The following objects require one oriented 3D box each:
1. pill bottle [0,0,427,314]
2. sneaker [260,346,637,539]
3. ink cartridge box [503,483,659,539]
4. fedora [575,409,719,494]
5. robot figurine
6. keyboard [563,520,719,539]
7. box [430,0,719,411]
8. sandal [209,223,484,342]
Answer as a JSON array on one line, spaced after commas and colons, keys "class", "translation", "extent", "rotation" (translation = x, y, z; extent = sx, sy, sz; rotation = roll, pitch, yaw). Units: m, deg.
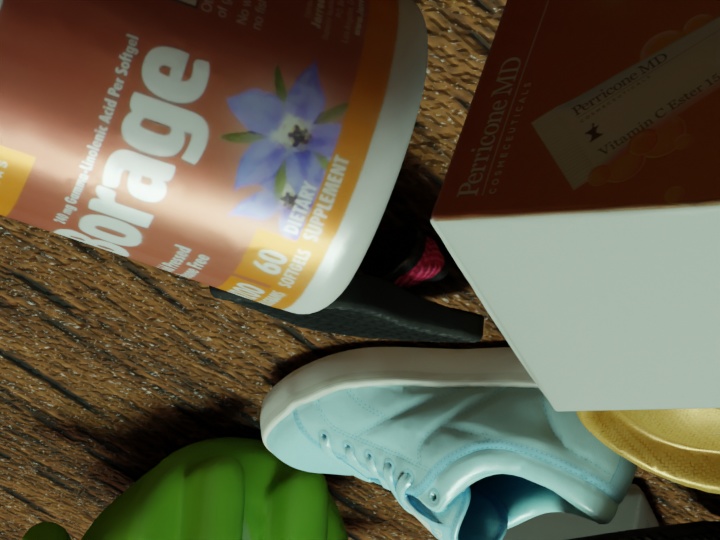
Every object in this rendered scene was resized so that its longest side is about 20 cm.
[{"class": "pill bottle", "translation": [-0.088, -0.066, 0.844], "extent": [0.199, 0.113, 0.112], "rotation": [18, 155, -12]}, {"class": "sneaker", "translation": [0.030, 0.082, 1.139], "extent": [0.199, 0.082, 0.074], "rotation": [-9, 147, 39]}, {"class": "ink cartridge box", "translation": [0.106, 0.205, 1.286], "extent": [0.083, 0.147, 0.200], "rotation": [5, 153, 21]}, {"class": "fedora", "translation": [0.143, 0.032, 0.973], "extent": [0.200, 0.082, 0.201], "rotation": [11, 156, 5]}, {"class": "robot figurine", "translation": [-0.078, 0.152, 1.302], "extent": [0.175, 0.116, 0.200], "rotation": [9, 158, -20]}, {"class": "keyboard", "translation": [0.164, 0.136, 1.132], "extent": [0.127, 0.021, 0.200], "rotation": [25, -167, 30]}, {"class": "box", "translation": [0.140, -0.037, 0.763], "extent": [0.199, 0.125, 0.098], "rotation": [-3, 140, 31]}, {"class": "sandal", "translation": [0.000, 0.000, 0.996], "extent": [0.075, 0.045, 0.200], "rotation": [3, 174, 17]}]
